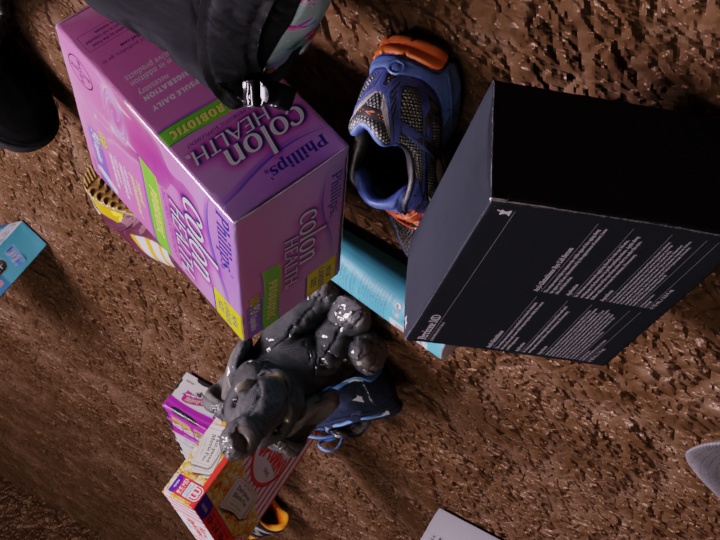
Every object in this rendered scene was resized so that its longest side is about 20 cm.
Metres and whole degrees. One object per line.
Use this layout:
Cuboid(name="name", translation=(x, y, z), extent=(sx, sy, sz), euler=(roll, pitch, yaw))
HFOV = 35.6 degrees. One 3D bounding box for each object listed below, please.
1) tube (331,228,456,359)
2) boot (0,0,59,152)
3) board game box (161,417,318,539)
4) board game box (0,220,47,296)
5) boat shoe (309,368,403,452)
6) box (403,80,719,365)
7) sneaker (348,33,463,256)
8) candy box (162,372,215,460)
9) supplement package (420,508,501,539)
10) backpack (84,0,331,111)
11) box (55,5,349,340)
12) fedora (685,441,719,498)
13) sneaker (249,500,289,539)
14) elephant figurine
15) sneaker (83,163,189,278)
Cuboid(name="tube", translation=(0.000, 0.000, 0.931), extent=(0.200, 0.050, 0.078), euler=(33, 151, 17))
Cuboid(name="boot", translation=(-0.317, -0.192, 0.946), extent=(0.211, 0.079, 0.158), euler=(49, 151, -24))
Cuboid(name="board game box", translation=(-0.125, 0.206, 1.249), extent=(0.046, 0.200, 0.152), euler=(22, 152, 25))
Cuboid(name="board game box", translation=(-0.500, 0.029, 1.405), extent=(0.047, 0.200, 0.151), euler=(48, 151, -24))
Cuboid(name="boat shoe", translation=(-0.023, 0.150, 1.161), extent=(0.069, 0.084, 0.200), euler=(50, 156, -3))
Cuboid(name="box", translation=(0.115, -0.018, 0.662), extent=(0.141, 0.079, 0.200), euler=(6, 155, -9))
Cuboid(name="sneaker", translation=(0.027, -0.063, 0.748), extent=(0.075, 0.078, 0.200), euler=(21, 151, 28))
Cuboid(name="candy box", translation=(-0.185, 0.233, 1.528), extent=(0.136, 0.061, 0.200), euler=(28, 153, 15))
Cuboid(name="supplement package", translation=(0.156, 0.388, 1.319), extent=(0.200, 0.110, 0.114), euler=(24, 152, 21))
Cuboid(name="backpack", translation=(-0.073, -0.194, 0.596), extent=(0.167, 0.127, 0.200), euler=(28, 155, -10))
Cuboid(name="box", translation=(-0.110, -0.080, 0.803), extent=(0.200, 0.097, 0.176), euler=(46, 158, 18))
Cuboid(name="fedora", translation=(0.311, 0.121, 0.700), extent=(0.200, 0.090, 0.177), euler=(36, 157, -17))
Cuboid(name="sneaker", translation=(-0.181, 0.335, 1.696), extent=(0.077, 0.078, 0.200), euler=(-9, 135, 38))
Cuboid(name="elephant figurine", translation=(-0.081, 0.106, 1.024), extent=(0.141, 0.200, 0.155), euler=(15, 148, 36))
Cuboid(name="sneaker", translation=(-0.167, -0.035, 1.053), extent=(0.200, 0.075, 0.090), euler=(36, 163, 14))
